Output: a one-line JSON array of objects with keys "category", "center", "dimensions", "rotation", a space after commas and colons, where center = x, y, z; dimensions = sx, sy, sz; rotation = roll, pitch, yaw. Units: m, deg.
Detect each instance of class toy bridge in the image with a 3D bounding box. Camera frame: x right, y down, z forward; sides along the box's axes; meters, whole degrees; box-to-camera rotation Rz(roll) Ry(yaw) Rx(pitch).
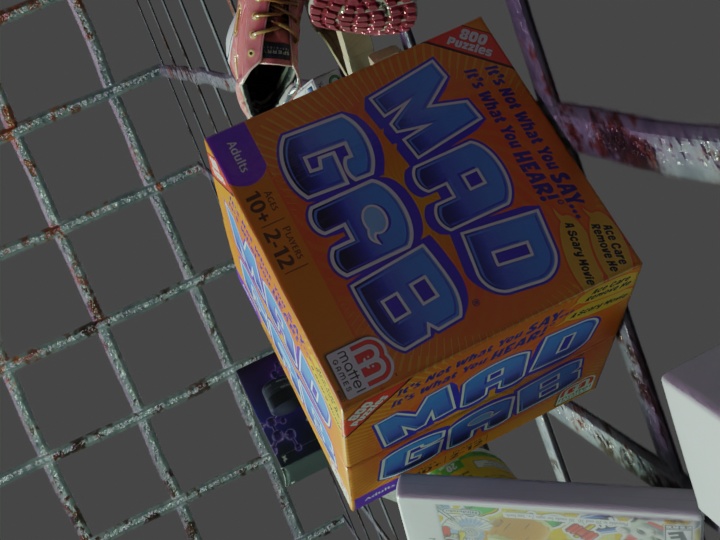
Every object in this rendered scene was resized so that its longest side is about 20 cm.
[{"category": "toy bridge", "center": [-0.002, -0.187, 1.099], "dimensions": [0.200, 0.027, 0.068], "rotation": [-127, 16, -57]}]

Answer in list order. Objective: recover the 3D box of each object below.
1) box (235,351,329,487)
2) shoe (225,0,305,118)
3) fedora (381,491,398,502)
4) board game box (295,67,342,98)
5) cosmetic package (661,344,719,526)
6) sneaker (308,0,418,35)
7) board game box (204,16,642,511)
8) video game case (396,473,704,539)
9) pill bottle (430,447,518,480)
[{"category": "box", "center": [-0.034, 0.151, 1.549], "dimensions": [0.142, 0.198, 0.079], "rotation": [61, 169, 22]}, {"category": "shoe", "center": [-0.074, -0.226, 1.122], "dimensions": [0.201, 0.070, 0.092], "rotation": [113, 149, -49]}, {"category": "fedora", "center": [0.067, 0.190, 1.345], "dimensions": [0.090, 0.178, 0.200], "rotation": [29, 177, 14]}, {"category": "board game box", "center": [-0.009, -0.101, 1.308], "dimensions": [0.202, 0.034, 0.126], "rotation": [67, 169, -6]}, {"category": "cosmetic package", "center": [0.201, 0.079, 0.432], "dimensions": [0.072, 0.100, 0.200], "rotation": [69, 171, -23]}, {"category": "sneaker", "center": [0.005, -0.226, 0.876], "dimensions": [0.200, 0.079, 0.076], "rotation": [98, 175, -71]}, {"category": "board game box", "center": [0.036, 0.002, 0.839], "dimensions": [0.201, 0.198, 0.200], "rotation": [61, 169, 24]}, {"category": "video game case", "center": [0.134, 0.205, 0.872], "dimensions": [0.183, 0.197, 0.023], "rotation": [76, -159, -44]}, {"category": "pill bottle", "center": [0.132, 0.264, 1.193], "dimensions": [0.200, 0.110, 0.112], "rotation": [49, 161, 58]}]
